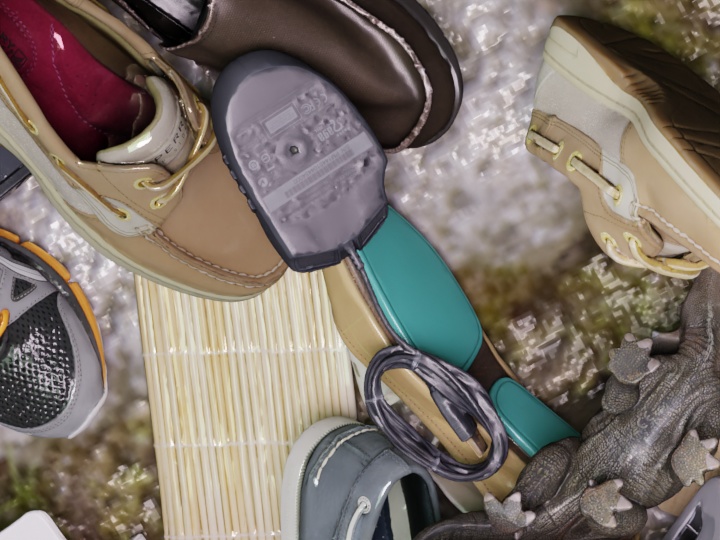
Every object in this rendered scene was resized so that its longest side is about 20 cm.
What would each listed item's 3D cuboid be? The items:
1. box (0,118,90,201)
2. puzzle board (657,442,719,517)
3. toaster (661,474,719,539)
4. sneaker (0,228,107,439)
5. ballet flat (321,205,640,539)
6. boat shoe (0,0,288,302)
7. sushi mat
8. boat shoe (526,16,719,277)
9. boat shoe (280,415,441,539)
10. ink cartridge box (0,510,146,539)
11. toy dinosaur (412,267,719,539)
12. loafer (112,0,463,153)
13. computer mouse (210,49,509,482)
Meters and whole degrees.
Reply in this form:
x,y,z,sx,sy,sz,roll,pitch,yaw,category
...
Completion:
x,y,z,sx,sy,sz,roll,pitch,yaw,category
-0.217,-0.103,1.161,0.160,0.044,0.200,-40,93,-25,box
0.226,0.032,1.172,0.150,0.017,0.201,19,104,7,puzzle board
0.171,0.173,1.147,0.129,0.114,0.201,27,117,-9,toaster
-0.193,0.001,1.210,0.200,0.077,0.078,44,104,-3,sneaker
0.036,0.056,1.188,0.200,0.069,0.063,49,123,-1,ballet flat
-0.097,-0.054,1.138,0.200,0.066,0.074,37,71,-25,boat shoe
-0.050,0.037,1.225,0.095,0.012,0.202,-4,101,10,sushi mat
0.121,-0.033,1.088,0.074,0.200,0.067,13,110,-23,boat shoe
0.008,0.164,1.199,0.062,0.072,0.202,13,113,48,boat shoe
-0.113,0.201,1.241,0.115,0.067,0.201,-34,95,20,ink cartridge box
0.102,0.079,1.123,0.077,0.102,0.200,42,95,16,toy dinosaur
-0.052,-0.103,1.153,0.199,0.071,0.073,30,122,-1,loafer
0.000,0.000,1.136,0.058,0.034,0.201,-30,100,-9,computer mouse
